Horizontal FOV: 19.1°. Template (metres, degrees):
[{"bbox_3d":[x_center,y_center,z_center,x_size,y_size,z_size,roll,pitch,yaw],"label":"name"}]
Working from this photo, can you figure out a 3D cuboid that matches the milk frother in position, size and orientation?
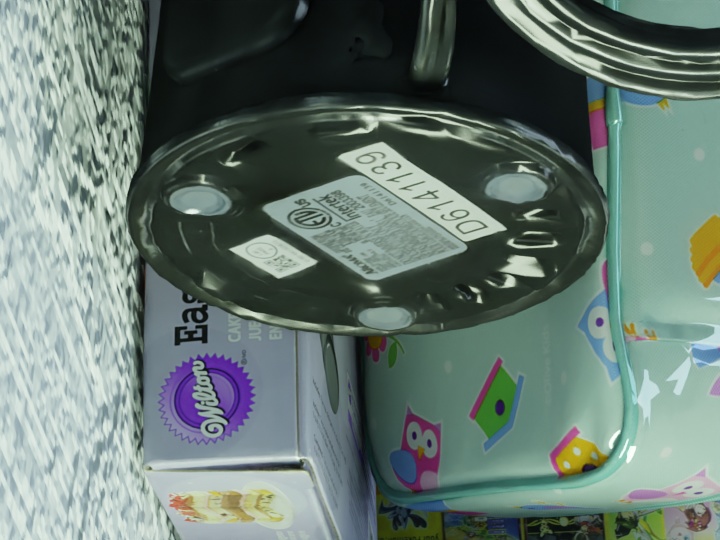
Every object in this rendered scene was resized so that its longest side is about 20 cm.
[{"bbox_3d":[0.032,-0.109,0.519,0.181,0.200,0.188,52,34,-57],"label":"milk frother"}]

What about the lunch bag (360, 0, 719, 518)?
[{"bbox_3d":[0.059,-0.026,0.651,0.160,0.077,0.200,-20,-113,59],"label":"lunch bag"}]

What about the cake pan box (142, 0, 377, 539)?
[{"bbox_3d":[-0.026,0.012,0.678,0.200,0.052,0.184,75,14,-65],"label":"cake pan box"}]

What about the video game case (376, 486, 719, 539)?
[{"bbox_3d":[0.061,0.080,0.773,0.025,0.200,0.181,7,79,-71],"label":"video game case"}]
